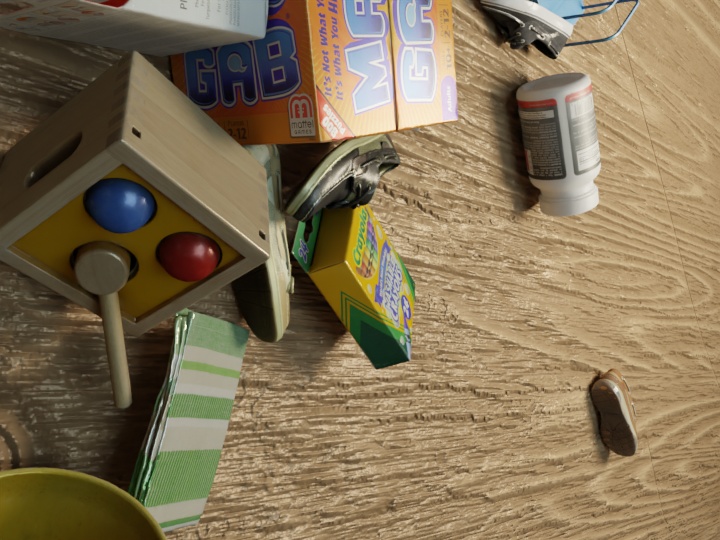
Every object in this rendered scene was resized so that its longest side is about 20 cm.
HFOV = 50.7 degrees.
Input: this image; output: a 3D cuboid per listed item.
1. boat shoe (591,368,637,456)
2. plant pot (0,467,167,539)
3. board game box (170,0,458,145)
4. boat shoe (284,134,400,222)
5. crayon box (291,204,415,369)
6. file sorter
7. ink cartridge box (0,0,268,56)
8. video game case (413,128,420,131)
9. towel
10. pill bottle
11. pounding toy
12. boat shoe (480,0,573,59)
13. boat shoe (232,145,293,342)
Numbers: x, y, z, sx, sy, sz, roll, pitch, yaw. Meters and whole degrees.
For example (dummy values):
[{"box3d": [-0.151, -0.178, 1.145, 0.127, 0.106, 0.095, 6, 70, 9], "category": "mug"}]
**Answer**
[{"box3d": [0.514, 0.282, 1.503, 0.072, 0.075, 0.203, -45, 127, -37], "category": "boat shoe"}, {"box3d": [-0.253, 0.275, 0.576, 0.198, 0.199, 0.144, -8, 127, -47], "category": "plant pot"}, {"box3d": [-0.047, -0.230, 0.719, 0.198, 0.197, 0.205, -19, 109, -45], "category": "board game box"}, {"box3d": [-0.009, -0.101, 0.816, 0.066, 0.072, 0.201, 45, 39, -4], "category": "boat shoe"}, {"box3d": [0.000, 0.000, 0.872, 0.201, 0.051, 0.127, 56, 29, -36], "category": "crayon box"}, {"box3d": [0.344, -0.472, 1.190, 0.139, 0.121, 0.202, -51, 129, -30], "category": "file sorter"}, {"box3d": [-0.195, -0.208, 0.585, 0.198, 0.158, 0.048, -3, 98, -47], "category": "ink cartridge box"}, {"box3d": [0.063, -0.278, 0.833, 0.022, 0.183, 0.204, 7, 117, -9], "category": "video game case"}, {"box3d": [-0.162, 0.145, 0.725, 0.153, 0.023, 0.204, 41, 59, -72], "category": "towel"}, {"box3d": [0.314, -0.196, 1.191, 0.115, 0.114, 0.204, -33, 118, -40], "category": "pill bottle"}, {"box3d": [-0.186, -0.020, 0.608, 0.184, 0.198, 0.144, 40, 31, -42], "category": "pounding toy"}, {"box3d": [0.243, -0.362, 1.135, 0.198, 0.070, 0.067, 4, 111, -45], "category": "boat shoe"}, {"box3d": [-0.097, -0.029, 0.784, 0.062, 0.072, 0.205, -18, 100, -40], "category": "boat shoe"}]
